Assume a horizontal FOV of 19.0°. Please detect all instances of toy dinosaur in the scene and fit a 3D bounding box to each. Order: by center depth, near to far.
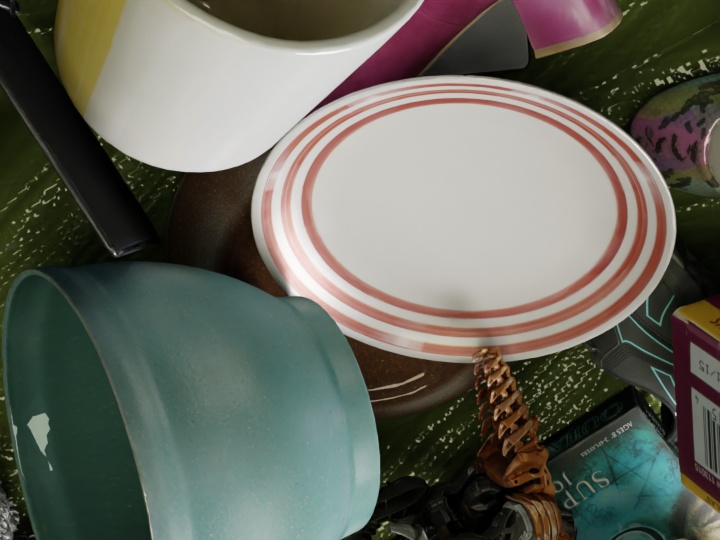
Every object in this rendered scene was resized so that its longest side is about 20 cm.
[{"bbox_3d":[0.055,0.134,1.105,0.135,0.102,0.201,-13,99,-28],"label":"toy dinosaur"}]

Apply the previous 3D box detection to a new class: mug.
[{"bbox_3d":[-0.071,-0.133,0.910,0.187,0.149,0.153,57,148,12],"label":"mug"}]

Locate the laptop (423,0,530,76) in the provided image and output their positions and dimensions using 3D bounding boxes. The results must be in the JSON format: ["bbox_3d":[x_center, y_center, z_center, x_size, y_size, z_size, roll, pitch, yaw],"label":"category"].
[{"bbox_3d":[-0.020,-0.157,0.973,0.186,0.116,0.201,-5,115,4],"label":"laptop"}]

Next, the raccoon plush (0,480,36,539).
[{"bbox_3d":[-0.205,0.095,1.134,0.199,0.097,0.135,14,104,-38],"label":"raccoon plush"}]

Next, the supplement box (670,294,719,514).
[{"bbox_3d":[0.267,0.059,1.026,0.199,0.131,0.104,-17,117,-21],"label":"supplement box"}]

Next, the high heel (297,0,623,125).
[{"bbox_3d":[0.014,-0.127,0.972,0.199,0.067,0.096,-12,118,31],"label":"high heel"}]

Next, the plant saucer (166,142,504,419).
[{"bbox_3d":[0.000,0.000,1.085,0.199,0.037,0.201,0,119,0],"label":"plant saucer"}]

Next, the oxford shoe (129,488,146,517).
[{"bbox_3d":[-0.103,0.131,1.124,0.071,0.073,0.201,-2,103,9],"label":"oxford shoe"}]

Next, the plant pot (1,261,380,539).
[{"bbox_3d":[-0.074,0.084,1.018,0.134,0.200,0.201,-13,118,-24],"label":"plant pot"}]

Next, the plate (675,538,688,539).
[{"bbox_3d":[0.117,0.221,1.128,0.200,0.032,0.200,-32,151,11],"label":"plate"}]

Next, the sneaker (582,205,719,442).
[{"bbox_3d":[0.135,0.010,1.074,0.079,0.075,0.200,-36,110,19],"label":"sneaker"}]

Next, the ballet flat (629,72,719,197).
[{"bbox_3d":[0.232,-0.057,1.042,0.199,0.071,0.069,4,116,-1],"label":"ballet flat"}]

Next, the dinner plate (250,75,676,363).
[{"bbox_3d":[0.048,-0.025,1.011,0.199,0.024,0.201,4,141,3],"label":"dinner plate"}]

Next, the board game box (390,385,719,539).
[{"bbox_3d":[0.105,0.168,1.175,0.200,0.028,0.135,-35,110,16],"label":"board game box"}]

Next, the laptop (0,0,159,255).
[{"bbox_3d":[-0.195,-0.070,0.953,0.199,0.187,0.117,1,92,0],"label":"laptop"}]
